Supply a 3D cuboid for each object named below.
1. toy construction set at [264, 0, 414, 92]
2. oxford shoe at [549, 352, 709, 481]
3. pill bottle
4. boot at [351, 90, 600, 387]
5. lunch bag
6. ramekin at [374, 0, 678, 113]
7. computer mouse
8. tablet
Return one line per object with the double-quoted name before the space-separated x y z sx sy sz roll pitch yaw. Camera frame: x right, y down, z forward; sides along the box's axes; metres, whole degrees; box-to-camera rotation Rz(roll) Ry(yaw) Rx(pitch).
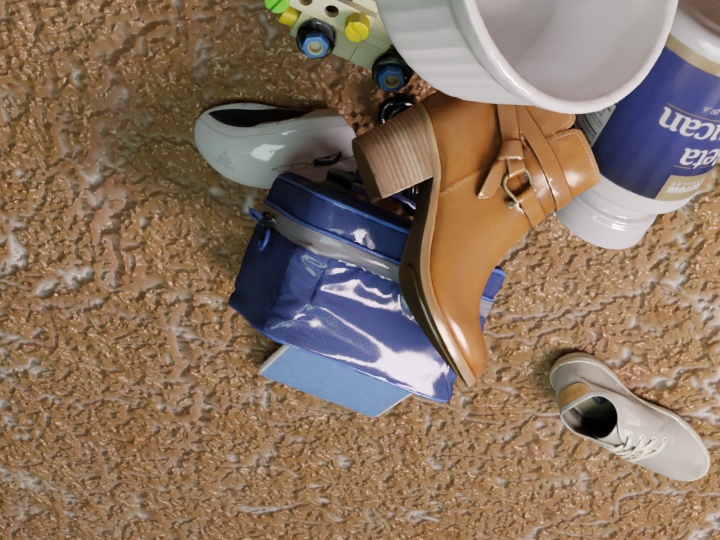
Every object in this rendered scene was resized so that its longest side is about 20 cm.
"toy construction set" 0.013 -0.195 0.901 0.199 0.092 0.131 31 131 -5
"oxford shoe" 0.250 0.150 1.202 0.200 0.058 0.075 37 126 -25
"pill bottle" 0.212 -0.112 0.923 0.110 0.111 0.201 18 134 -7
"boot" 0.097 -0.032 0.896 0.154 0.074 0.201 -22 104 -9
"lunch bag" 0.000 0.000 0.986 0.199 0.136 0.133 22 94 -25
"ramekin" 0.098 -0.195 0.788 0.097 0.201 0.201 5 144 51
"computer mouse" -0.039 -0.091 1.033 0.198 0.044 0.110 1 134 9
"tablet" -0.008 0.085 1.167 0.129 0.014 0.200 22 154 -13
